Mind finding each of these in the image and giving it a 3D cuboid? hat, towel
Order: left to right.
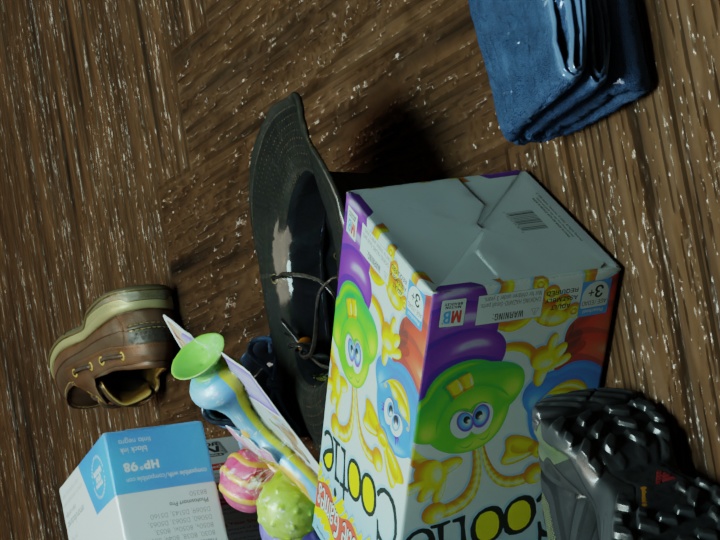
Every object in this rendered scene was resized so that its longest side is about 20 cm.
[{"bbox_3d":[0.000,0.000,1.262,0.200,0.080,0.203,173,90,-75],"label":"hat"},{"bbox_3d":[0.076,-0.165,1.073,0.112,0.048,0.202,146,113,-66],"label":"towel"}]

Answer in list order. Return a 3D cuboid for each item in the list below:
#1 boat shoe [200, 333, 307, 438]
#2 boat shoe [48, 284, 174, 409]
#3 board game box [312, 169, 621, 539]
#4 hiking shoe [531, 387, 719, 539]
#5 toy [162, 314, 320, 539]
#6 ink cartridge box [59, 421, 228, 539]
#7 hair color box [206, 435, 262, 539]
[{"bbox_3d":[-0.042,0.077,1.403,0.200,0.068,0.085,138,121,-61],"label":"boat shoe"},{"bbox_3d":[-0.190,0.074,1.751,0.200,0.071,0.068,136,125,-60],"label":"boat shoe"},{"bbox_3d":[0.048,0.067,1.143,0.105,0.102,0.202,-130,39,-52],"label":"board game box"},{"bbox_3d":[0.133,0.140,1.023,0.200,0.075,0.101,-115,18,-54],"label":"hiking shoe"},{"bbox_3d":[-0.055,0.123,1.343,0.115,0.047,0.201,27,151,55],"label":"toy"},{"bbox_3d":[-0.120,0.205,1.375,0.116,0.066,0.202,133,128,-59],"label":"ink cartridge box"},{"bbox_3d":[-0.080,0.182,1.487,0.200,0.101,0.062,-133,42,-56],"label":"hair color box"}]
